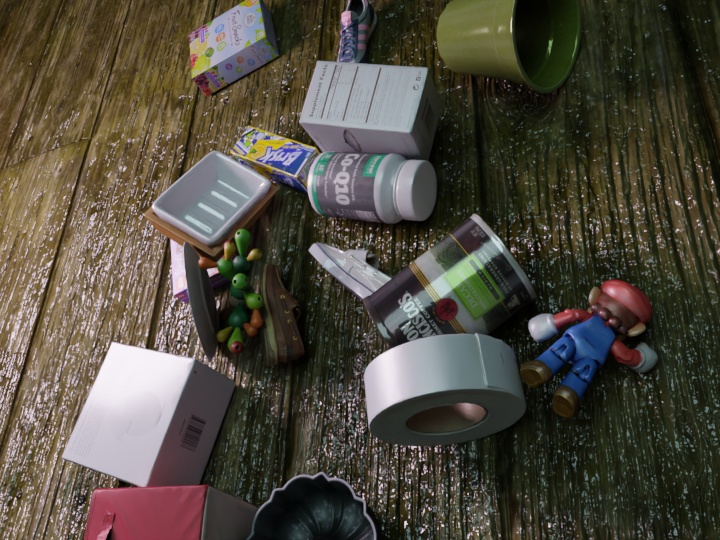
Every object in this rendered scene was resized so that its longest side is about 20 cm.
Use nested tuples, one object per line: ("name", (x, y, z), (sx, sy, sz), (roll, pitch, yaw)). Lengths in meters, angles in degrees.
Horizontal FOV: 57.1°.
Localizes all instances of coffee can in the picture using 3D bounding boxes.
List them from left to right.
("coffee can", (0.123, 0.040, 0.923), (0.199, 0.146, 0.147), (-38, 52, 4))

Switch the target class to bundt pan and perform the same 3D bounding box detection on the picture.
("bundt pan", (-0.053, 0.378, 0.872), (0.199, 0.076, 0.205), (-13, 58, 21))

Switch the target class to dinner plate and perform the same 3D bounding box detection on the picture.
("dinner plate", (-0.262, 0.049, 1.107), (0.024, 0.201, 0.202), (-13, 54, -7))

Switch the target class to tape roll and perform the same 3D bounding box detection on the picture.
("tape roll", (0.105, 0.155, 0.833), (0.200, 0.203, 0.072), (-18, 55, 18))

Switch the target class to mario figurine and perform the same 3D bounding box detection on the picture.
("mario figurine", (0.290, 0.095, 0.833), (0.199, 0.124, 0.106), (-39, 17, -21))

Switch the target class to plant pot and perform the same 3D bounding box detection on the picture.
("plant pot", (0.234, -0.397, 1.103), (0.188, 0.200, 0.202), (14, 70, 47))

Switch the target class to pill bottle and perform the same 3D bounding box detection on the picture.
("pill bottle", (0.020, -0.138, 1.100), (0.197, 0.113, 0.115), (8, 67, 31))

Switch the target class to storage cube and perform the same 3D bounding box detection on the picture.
("storage cube", (-0.254, 0.398, 0.900), (0.177, 0.201, 0.173), (-8, 59, 17))

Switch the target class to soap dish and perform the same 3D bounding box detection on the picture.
("soap dish", (-0.268, -0.114, 1.206), (0.156, 0.082, 0.201), (29, 54, 11))

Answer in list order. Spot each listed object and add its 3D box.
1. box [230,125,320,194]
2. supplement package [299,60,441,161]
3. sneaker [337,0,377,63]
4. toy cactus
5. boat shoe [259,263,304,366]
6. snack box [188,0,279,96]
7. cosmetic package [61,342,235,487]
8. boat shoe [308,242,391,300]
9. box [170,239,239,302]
("box", (-0.155, -0.212, 1.269), (0.198, 0.064, 0.071), (24, 76, 37))
("supplement package", (0.019, -0.262, 1.099), (0.197, 0.117, 0.119), (11, 78, 22))
("sneaker", (-0.021, -0.469, 1.328), (0.069, 0.082, 0.203), (-3, 62, 26))
("toy cactus", (-0.206, 0.040, 1.096), (0.100, 0.165, 0.204), (-8, 79, -9))
("boat shoe", (-0.133, 0.071, 1.103), (0.066, 0.073, 0.202), (-3, 47, -11))
("snack box", (-0.293, -0.517, 1.514), (0.198, 0.068, 0.171), (-24, 54, 13))
("cosmetic package", (-0.341, 0.242, 1.076), (0.197, 0.123, 0.202), (6, 67, 29))
("boat shoe", (0.000, 0.000, 1.061), (0.199, 0.071, 0.070), (36, 84, 34))
("box", (-0.299, -0.053, 1.273), (0.135, 0.039, 0.202), (-25, 54, 14))
